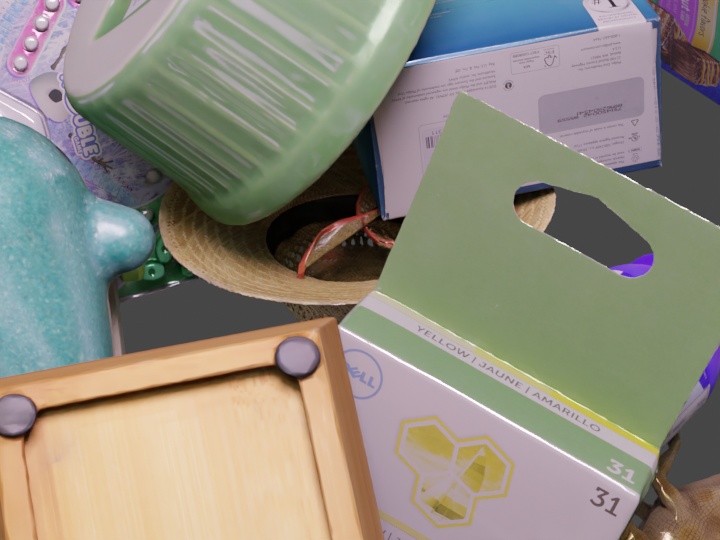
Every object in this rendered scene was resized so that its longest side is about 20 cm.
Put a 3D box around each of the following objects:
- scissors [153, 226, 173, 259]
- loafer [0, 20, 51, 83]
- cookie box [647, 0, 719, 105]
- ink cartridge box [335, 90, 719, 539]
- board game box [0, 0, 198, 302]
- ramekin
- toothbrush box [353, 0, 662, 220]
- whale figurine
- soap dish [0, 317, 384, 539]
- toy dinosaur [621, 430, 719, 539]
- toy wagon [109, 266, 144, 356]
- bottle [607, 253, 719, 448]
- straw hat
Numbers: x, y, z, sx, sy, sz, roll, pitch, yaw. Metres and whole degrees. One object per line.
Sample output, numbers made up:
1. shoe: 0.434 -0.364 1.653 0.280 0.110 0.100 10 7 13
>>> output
1. scissors: -0.153 -0.081 0.903 0.073 0.014 0.201 -26 64 -5
2. loafer: -0.193 -0.111 0.872 0.067 0.076 0.200 37 78 29
3. cookie box: 0.230 -0.148 0.848 0.199 0.171 0.075 36 71 16
4. ink cartridge box: 0.058 0.049 0.662 0.145 0.201 0.048 29 32 11
5. board game box: -0.199 -0.064 0.828 0.198 0.026 0.202 -17 96 -6
6. ramekin: -0.055 -0.132 0.754 0.097 0.199 0.201 30 62 -26
7. toothbrush box: 0.057 -0.123 0.836 0.145 0.086 0.201 -11 35 -6
8. whale figurine: -0.162 0.022 0.720 0.158 0.104 0.201 -32 83 -3
9. soap dish: -0.062 0.121 0.597 0.156 0.081 0.202 -10 74 -10
10. toy dinosaur: 0.133 0.144 0.767 0.101 0.058 0.200 33 68 14
11. toy wagon: -0.183 0.010 0.799 0.154 0.040 0.202 -8 91 -4
12. bottle: 0.131 0.041 0.774 0.084 0.065 0.200 53 44 4
13. straw hat: 0.000 0.000 0.816 0.199 0.086 0.202 -4 33 3
